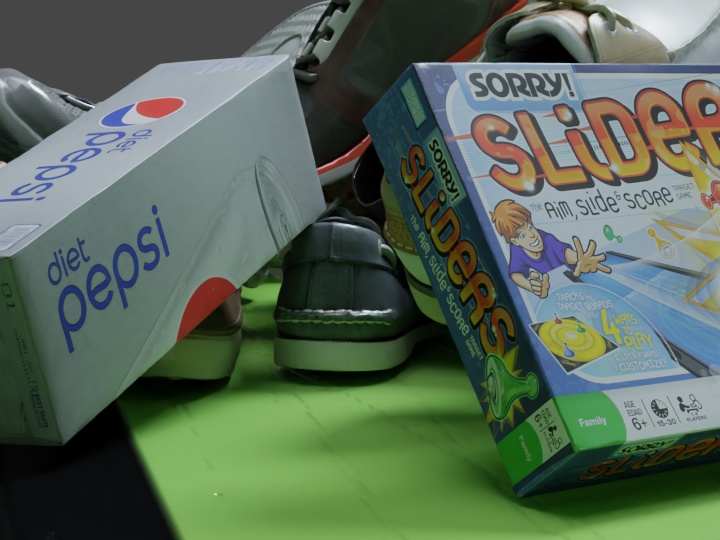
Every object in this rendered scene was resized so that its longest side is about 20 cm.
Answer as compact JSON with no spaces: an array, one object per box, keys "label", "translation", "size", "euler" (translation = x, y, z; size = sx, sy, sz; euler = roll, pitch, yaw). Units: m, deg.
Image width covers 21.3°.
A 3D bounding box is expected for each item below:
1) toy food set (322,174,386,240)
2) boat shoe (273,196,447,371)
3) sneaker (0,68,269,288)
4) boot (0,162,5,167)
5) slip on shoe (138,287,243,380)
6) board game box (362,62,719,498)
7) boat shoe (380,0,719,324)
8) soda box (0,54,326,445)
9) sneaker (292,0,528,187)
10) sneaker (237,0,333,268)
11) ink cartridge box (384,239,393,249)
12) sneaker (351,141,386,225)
[{"label":"toy food set","translation":[0.069,-0.028,0.933],"size":[0.197,0.049,0.200],"euler":[-3,-17,31]},{"label":"boat shoe","translation":[0.000,0.000,0.836],"size":[0.072,0.062,0.200],"euler":[1,7,7]},{"label":"sneaker","translation":[-0.104,-0.061,0.913],"size":[0.075,0.082,0.200],"euler":[29,2,39]},{"label":"boot","translation":[-0.156,-0.022,0.991],"size":[0.107,0.076,0.199],"euler":[13,19,32]},{"label":"slip on shoe","translation":[-0.082,0.005,0.795],"size":[0.075,0.061,0.200],"euler":[1,7,3]},{"label":"board game box","translation":[0.109,-0.005,0.637],"size":[0.199,0.136,0.034],"euler":[-5,-27,-37]},{"label":"boat shoe","translation":[0.084,-0.068,0.714],"size":[0.074,0.069,0.200],"euler":[15,51,42]},{"label":"soda box","translation":[-0.086,-0.013,0.680],"size":[0.063,0.069,0.200],"euler":[-2,22,27]},{"label":"sneaker","translation":[0.000,-0.106,0.866],"size":[0.200,0.082,0.077],"euler":[-37,25,-16]},{"label":"sneaker","translation":[-0.025,-0.066,1.028],"size":[0.200,0.118,0.074],"euler":[-25,24,54]},{"label":"ink cartridge box","translation":[0.050,-0.024,1.125],"size":[0.099,0.040,0.200],"euler":[1,6,-6]},{"label":"sneaker","translation":[0.074,-0.015,0.765],"size":[0.106,0.075,0.200],"euler":[36,-19,-24]}]
